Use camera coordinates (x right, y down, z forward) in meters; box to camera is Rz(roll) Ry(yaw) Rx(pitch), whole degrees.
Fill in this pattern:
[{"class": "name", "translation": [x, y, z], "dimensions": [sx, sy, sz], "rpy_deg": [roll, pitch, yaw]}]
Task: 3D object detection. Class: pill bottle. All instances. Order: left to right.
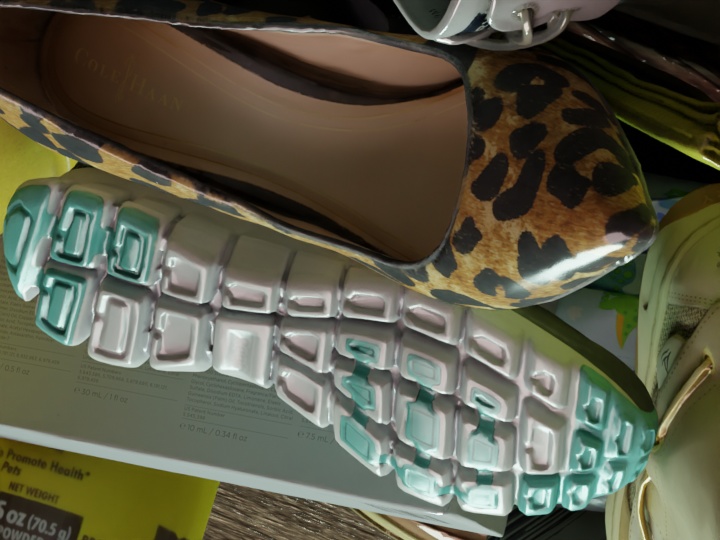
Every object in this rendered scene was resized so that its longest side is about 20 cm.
[{"class": "pill bottle", "translation": [-0.094, 0.032, 1.017], "dimensions": [0.109, 0.200, 0.109], "rpy_deg": [15, 167, 4]}]

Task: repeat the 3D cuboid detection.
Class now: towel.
[{"class": "towel", "translation": [0.095, -0.040, 0.744], "dimensions": [0.086, 0.018, 0.200], "rpy_deg": [21, -172, -17]}]

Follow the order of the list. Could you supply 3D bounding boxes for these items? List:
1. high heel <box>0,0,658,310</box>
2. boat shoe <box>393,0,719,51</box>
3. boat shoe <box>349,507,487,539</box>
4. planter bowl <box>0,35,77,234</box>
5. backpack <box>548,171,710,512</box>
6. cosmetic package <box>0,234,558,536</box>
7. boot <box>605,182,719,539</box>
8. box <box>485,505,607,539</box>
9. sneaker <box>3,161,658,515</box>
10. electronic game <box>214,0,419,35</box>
[{"class": "high heel", "translation": [-0.023, -0.036, 0.711], "dimensions": [0.142, 0.072, 0.200], "rpy_deg": [8, -171, -30]}, {"class": "boat shoe", "translation": [0.029, -0.086, 0.688], "dimensions": [0.200, 0.067, 0.074], "rpy_deg": [21, 166, -20]}, {"class": "boat shoe", "translation": [0.004, 0.039, 1.092], "dimensions": [0.200, 0.072, 0.068], "rpy_deg": [43, 148, 9]}, {"class": "planter bowl", "translation": [-0.191, -0.047, 0.837], "dimensions": [0.200, 0.084, 0.200], "rpy_deg": [27, 160, 11]}, {"class": "backpack", "translation": [0.071, 0.023, 0.944], "dimensions": [0.200, 0.154, 0.163], "rpy_deg": [29, -174, 39]}, {"class": "cosmetic package", "translation": [-0.033, -0.006, 0.896], "dimensions": [0.200, 0.151, 0.052], "rpy_deg": [9, 171, 28]}, {"class": "boot", "translation": [0.124, 0.095, 0.791], "dimensions": [0.073, 0.156, 0.200], "rpy_deg": [-6, 127, -7]}, {"class": "box", "translation": [0.098, 0.106, 1.005], "dimensions": [0.082, 0.200, 0.068], "rpy_deg": [-5, 118, 26]}, {"class": "sneaker", "translation": [0.000, 0.000, 0.809], "dimensions": [0.200, 0.091, 0.078], "rpy_deg": [24, 133, 10]}, {"class": "electronic game", "translation": [-0.061, -0.101, 0.786], "dimensions": [0.200, 0.042, 0.200], "rpy_deg": [11, 172, 1]}]
